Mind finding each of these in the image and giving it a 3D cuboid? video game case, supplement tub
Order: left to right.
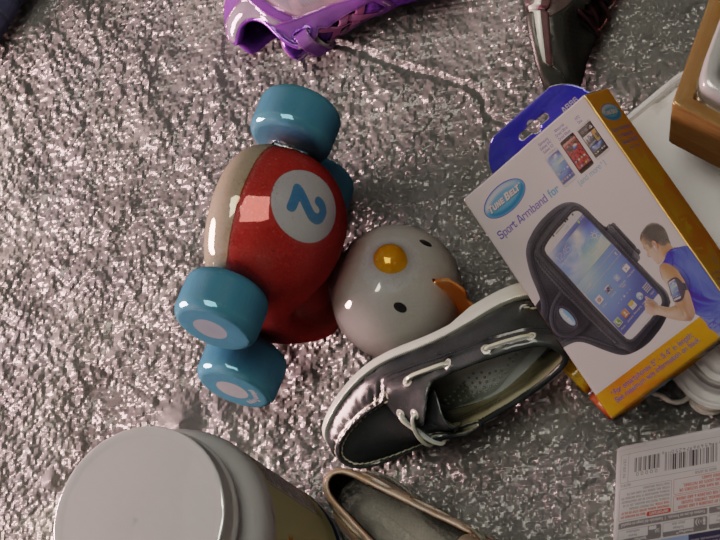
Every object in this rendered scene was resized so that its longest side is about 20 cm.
[{"bbox_3d":[-0.104,0.190,1.418,0.144,0.200,0.146,-8,67,20],"label":"supplement tub"},{"bbox_3d":[0.251,0.174,1.334,0.198,0.023,0.184,-14,48,26],"label":"video game case"}]

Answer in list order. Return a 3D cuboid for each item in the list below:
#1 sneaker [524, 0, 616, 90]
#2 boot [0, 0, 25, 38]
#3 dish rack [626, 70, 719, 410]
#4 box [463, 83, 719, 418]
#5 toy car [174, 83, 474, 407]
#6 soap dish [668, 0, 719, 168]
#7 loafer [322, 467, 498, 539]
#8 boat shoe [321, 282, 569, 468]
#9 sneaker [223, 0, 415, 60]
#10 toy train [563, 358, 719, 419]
[{"bbox_3d":[0.182,-0.221,1.532,0.114,0.076,0.202,-4,68,18],"label":"sneaker"},{"bbox_3d":[-0.359,-0.257,1.783,0.199,0.073,0.091,33,78,22],"label":"boot"},{"bbox_3d":[0.234,-0.029,1.410,0.171,0.044,0.200,-39,75,-7],"label":"dish rack"},{"bbox_3d":[0.154,-0.020,1.376,0.119,0.041,0.201,-41,80,32],"label":"box"},{"bbox_3d":[0.000,0.000,1.479,0.198,0.177,0.186,14,64,14],"label":"toy car"},{"bbox_3d":[0.291,-0.134,1.391,0.156,0.081,0.201,26,54,-2],"label":"soap dish"},{"bbox_3d":[0.053,0.195,1.428,0.199,0.063,0.072,30,84,29],"label":"loafer"},{"bbox_3d":[0.056,0.083,1.446,0.200,0.075,0.061,-39,36,23],"label":"boat shoe"},{"bbox_3d":[-0.024,-0.203,1.614,0.198,0.080,0.089,1,77,28],"label":"sneaker"},{"bbox_3d":[0.195,-0.001,1.450,0.149,0.056,0.202,-9,67,20],"label":"toy train"}]
